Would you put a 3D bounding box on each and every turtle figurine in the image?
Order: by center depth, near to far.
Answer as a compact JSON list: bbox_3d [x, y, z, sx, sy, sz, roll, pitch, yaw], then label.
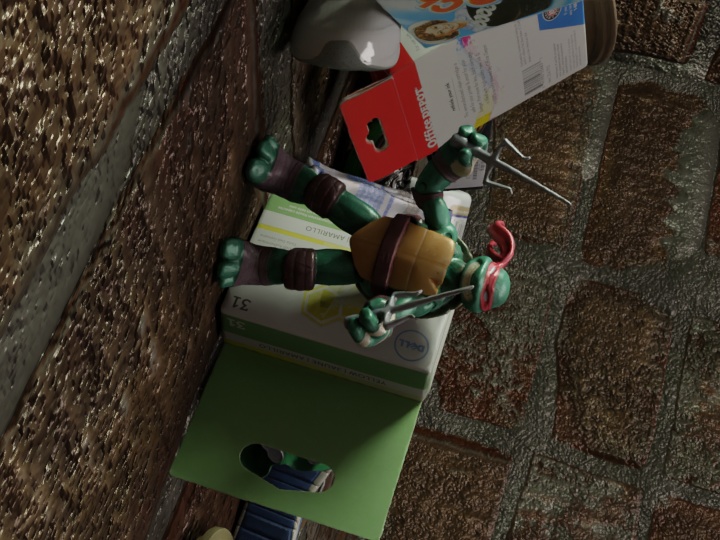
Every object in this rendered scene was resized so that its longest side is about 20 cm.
[{"bbox_3d":[0.020,-0.012,0.720,0.101,0.199,0.150,78,29,-59],"label":"turtle figurine"}]

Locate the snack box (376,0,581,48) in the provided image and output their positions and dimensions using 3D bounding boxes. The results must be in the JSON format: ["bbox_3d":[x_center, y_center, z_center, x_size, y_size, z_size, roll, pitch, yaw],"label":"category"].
[{"bbox_3d":[0.048,-0.190,0.650,0.200,0.116,0.037,25,56,-61],"label":"snack box"}]

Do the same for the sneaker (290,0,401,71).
[{"bbox_3d":[-0.003,-0.188,0.761,0.201,0.070,0.081,-77,173,-58],"label":"sneaker"}]

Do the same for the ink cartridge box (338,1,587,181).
[{"bbox_3d":[0.069,-0.163,0.891,0.067,0.199,0.116,59,-3,31],"label":"ink cartridge box"}]

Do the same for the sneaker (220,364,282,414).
[{"bbox_3d":[-0.036,0.039,0.841,0.200,0.075,0.077,-41,145,-45],"label":"sneaker"}]

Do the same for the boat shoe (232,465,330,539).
[{"bbox_3d":[-0.066,0.185,1.073,0.072,0.072,0.201,65,51,-87],"label":"boat shoe"}]

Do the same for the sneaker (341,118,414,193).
[{"bbox_3d":[0.029,-0.050,1.062,0.078,0.085,0.201,-7,113,-53],"label":"sneaker"}]

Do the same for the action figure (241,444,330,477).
[{"bbox_3d":[-0.041,0.095,0.981,0.200,0.117,0.055,-80,171,-65],"label":"action figure"}]

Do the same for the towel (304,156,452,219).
[{"bbox_3d":[0.000,0.000,0.949,0.199,0.024,0.148,13,94,-52],"label":"towel"}]

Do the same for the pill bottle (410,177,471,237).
[{"bbox_3d":[0.034,0.003,1.223,0.120,0.119,0.201,-26,132,-81],"label":"pill bottle"}]

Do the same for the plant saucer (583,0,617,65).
[{"bbox_3d":[0.145,-0.256,0.960,0.201,0.029,0.200,62,-6,11],"label":"plant saucer"}]

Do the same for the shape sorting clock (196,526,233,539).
[{"bbox_3d":[-0.130,0.290,0.869,0.200,0.039,0.201,15,90,-82],"label":"shape sorting clock"}]

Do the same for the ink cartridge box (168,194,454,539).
[{"bbox_3d":[-0.024,0.056,0.761,0.048,0.145,0.201,96,12,-55],"label":"ink cartridge box"}]

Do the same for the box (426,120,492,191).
[{"bbox_3d":[0.080,-0.209,1.067,0.201,0.049,0.199,-104,-165,-47],"label":"box"}]
